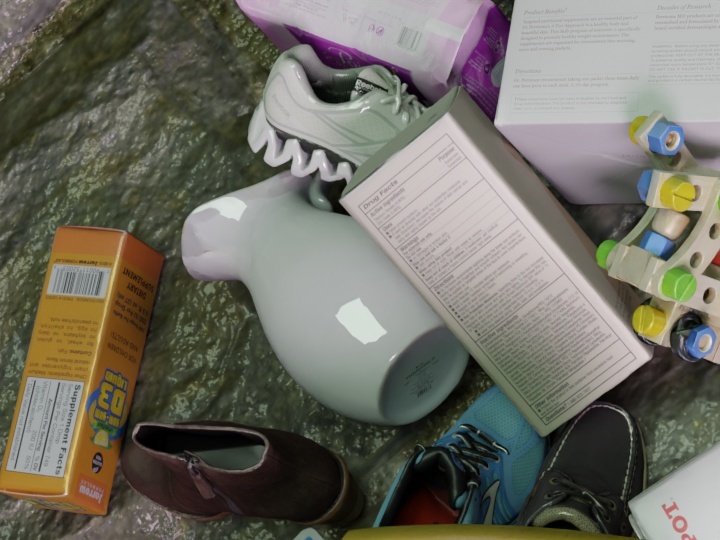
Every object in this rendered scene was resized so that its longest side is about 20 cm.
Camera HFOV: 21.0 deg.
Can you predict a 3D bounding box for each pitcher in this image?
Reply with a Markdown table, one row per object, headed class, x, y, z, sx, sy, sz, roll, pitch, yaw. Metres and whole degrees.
| class | x | y | z | sx | sy | sz | roll | pitch | yaw |
| --- | --- | --- | --- | --- | --- | --- | --- | --- | --- |
| pitcher | 0.000 | 0.000 | 1.314 | 0.171 | 0.122 | 0.200 | -37 | 52 | -16 |

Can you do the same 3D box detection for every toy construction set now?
| class | x | y | z | sx | sy | sz | roll | pitch | yaw |
| --- | --- | --- | --- | --- | --- | --- | --- | --- | --- |
| toy construction set | 0.228 | -0.005 | 1.168 | 0.132 | 0.199 | 0.092 | -70 | 23 | 4 |

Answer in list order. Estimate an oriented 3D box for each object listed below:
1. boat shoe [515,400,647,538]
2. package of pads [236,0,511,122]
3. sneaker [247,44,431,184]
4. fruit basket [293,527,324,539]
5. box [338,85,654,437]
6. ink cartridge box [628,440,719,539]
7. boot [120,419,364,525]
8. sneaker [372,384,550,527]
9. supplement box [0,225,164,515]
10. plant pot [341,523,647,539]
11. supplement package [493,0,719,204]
| class | x | y | z | sx | sy | sz | roll | pitch | yaw |
| --- | --- | --- | --- | --- | --- | --- | --- | --- | --- |
| boat shoe | 0.129 | 0.162 | 1.183 | 0.072 | 0.065 | 0.201 | 19 | 62 | 14 |
| package of pads | 0.019 | -0.165 | 1.353 | 0.199 | 0.120 | 0.076 | 24 | 83 | 32 |
| sneaker | 0.024 | -0.087 | 1.290 | 0.199 | 0.075 | 0.081 | 20 | 125 | 4 |
| fruit basket | -0.030 | 0.294 | 1.225 | 0.185 | 0.094 | 0.200 | -48 | 61 | 3 |
| box | 0.088 | -0.007 | 1.216 | 0.095 | 0.078 | 0.200 | -37 | 99 | 19 |
| ink cartridge box | 0.278 | 0.150 | 1.127 | 0.199 | 0.084 | 0.145 | -34 | 60 | 11 |
| boot | -0.107 | 0.120 | 1.283 | 0.199 | 0.166 | 0.073 | 7 | 74 | 28 |
| sneaker | 0.064 | 0.136 | 1.202 | 0.078 | 0.090 | 0.200 | 21 | 48 | 18 |
| supplement box | -0.202 | 0.072 | 1.409 | 0.068 | 0.067 | 0.201 | 6 | 75 | 25 |
| plant pot | 0.060 | 0.242 | 1.015 | 0.175 | 0.200 | 0.201 | 14 | 67 | 25 |
| supplement package | 0.210 | -0.159 | 1.238 | 0.190 | 0.147 | 0.201 | 2 | 72 | 27 |
